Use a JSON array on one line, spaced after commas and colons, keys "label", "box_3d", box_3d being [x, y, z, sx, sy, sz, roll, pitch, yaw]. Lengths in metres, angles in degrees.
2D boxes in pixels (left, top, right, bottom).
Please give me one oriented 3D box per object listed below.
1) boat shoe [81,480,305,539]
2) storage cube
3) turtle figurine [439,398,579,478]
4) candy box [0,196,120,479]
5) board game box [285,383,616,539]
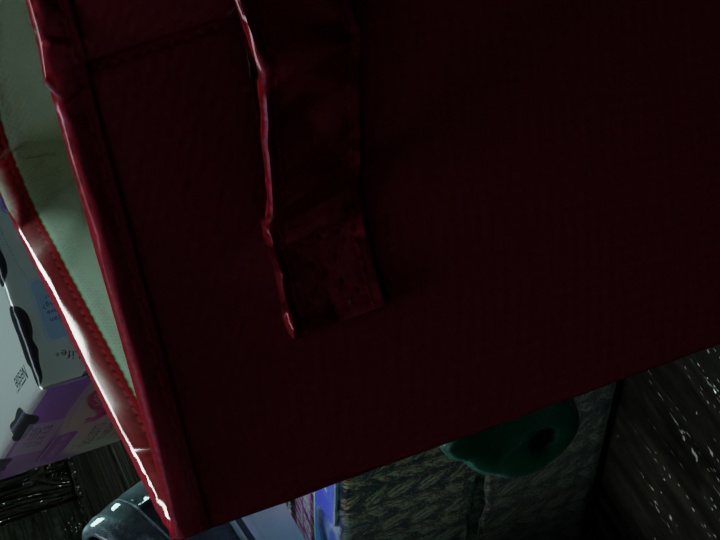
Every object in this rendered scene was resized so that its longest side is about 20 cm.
[{"label": "boat shoe", "box_3d": [-0.024, 0.156, 0.723, 0.072, 0.068, 0.201, -24, 97, 56]}, {"label": "storage cube", "box_3d": [0.010, -0.086, 0.402, 0.200, 0.179, 0.172, -133, 27, -60]}, {"label": "turtle figurine", "box_3d": [0.009, -0.039, 0.598, 0.200, 0.100, 0.150, 44, 111, 40]}, {"label": "candy box", "box_3d": [-0.149, -0.028, 0.917, 0.201, 0.071, 0.168, 68, 156, 11]}, {"label": "board game box", "box_3d": [0.000, 0.000, 0.762, 0.160, 0.096, 0.201, 92, 157, -59]}]
